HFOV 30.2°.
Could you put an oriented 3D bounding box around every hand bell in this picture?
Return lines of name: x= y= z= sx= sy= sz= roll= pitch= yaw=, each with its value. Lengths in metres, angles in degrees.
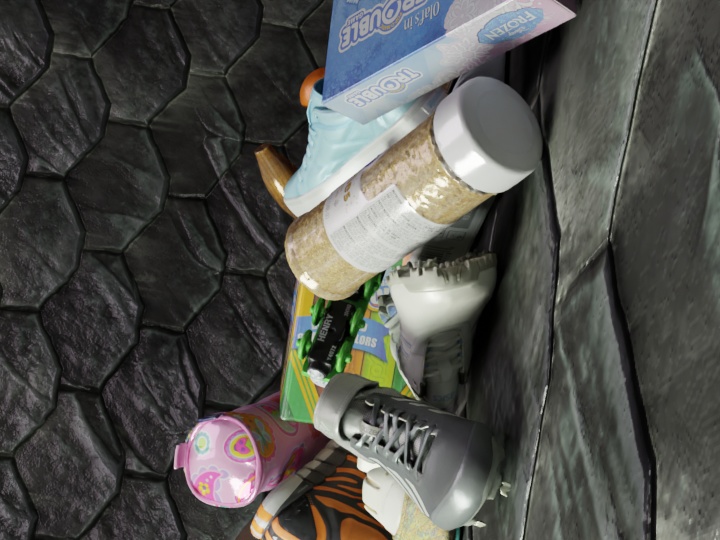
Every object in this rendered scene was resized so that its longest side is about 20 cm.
hand bell: x=-0.038 y=-0.031 z=1.220 sx=0.200 sy=0.104 sz=0.104 roll=56 pitch=-166 yaw=-23

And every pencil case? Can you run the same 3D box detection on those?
pencil case: x=-0.082 y=0.152 z=1.181 sx=0.200 sy=0.087 sz=0.088 roll=-11 pitch=-69 yaw=-66

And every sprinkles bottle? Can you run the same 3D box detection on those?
sprinkles bottle: x=0.029 y=-0.048 z=0.867 sx=0.200 sy=0.068 sz=0.069 roll=-35 pitch=40 yaw=45

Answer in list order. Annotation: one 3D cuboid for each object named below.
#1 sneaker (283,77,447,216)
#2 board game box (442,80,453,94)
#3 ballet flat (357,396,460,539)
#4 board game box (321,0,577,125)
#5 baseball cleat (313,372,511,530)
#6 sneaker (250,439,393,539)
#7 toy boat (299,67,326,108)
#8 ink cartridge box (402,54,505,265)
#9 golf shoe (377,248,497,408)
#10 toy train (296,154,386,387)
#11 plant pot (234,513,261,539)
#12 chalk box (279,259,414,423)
sneaker: x=-0.014 y=-0.117 z=1.075 sx=0.200 sy=0.082 sz=0.074 roll=-36 pitch=12 yaw=44
board game box: x=0.083 y=-0.238 z=1.089 sx=0.105 sy=0.023 sz=0.201 roll=-119 pitch=46 yaw=-83
ballet flat: x=0.031 y=0.152 z=0.980 sx=0.200 sy=0.070 sz=0.071 roll=-95 pitch=15 yaw=-67
board game box: x=0.059 y=-0.220 z=0.872 sx=0.200 sy=0.043 sz=0.200 roll=-21 pitch=56 yaw=47
baseball cleat: x=0.023 y=0.112 z=0.848 sx=0.200 sy=0.106 sz=0.070 roll=174 pitch=119 yaw=-79
sneaker: x=0.001 y=0.206 z=1.168 sx=0.200 sy=0.112 sz=0.078 roll=-37 pitch=-24 yaw=-45
toy boat: x=0.007 y=-0.146 z=1.218 sx=0.131 sy=0.130 sz=0.201 roll=108 pitch=179 yaw=-61
ink cartridge box: x=0.072 y=-0.113 z=1.035 sx=0.162 sy=0.050 sz=0.201 roll=109 pitch=165 yaw=-62
golf shoe: x=0.059 y=0.044 z=0.920 sx=0.200 sy=0.078 sz=0.098 roll=97 pitch=163 yaw=-78
toy train: x=0.000 y=0.000 z=0.986 sx=0.056 sy=0.042 sz=0.201 roll=90 pitch=-161 yaw=-59
plant pot: x=-0.065 y=0.307 z=1.234 sx=0.200 sy=0.199 sz=0.174 roll=105 pitch=-173 yaw=-50
chalk box: x=0.004 y=0.024 z=1.139 sx=0.124 sy=0.124 sz=0.201 roll=-108 pitch=26 yaw=-79
